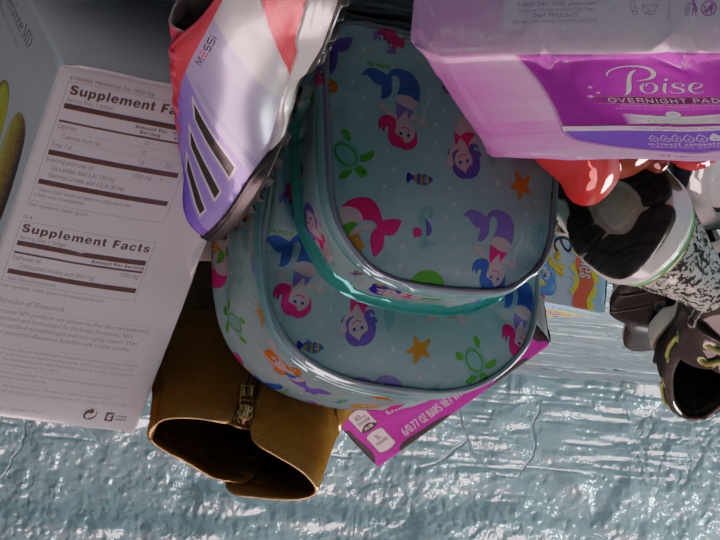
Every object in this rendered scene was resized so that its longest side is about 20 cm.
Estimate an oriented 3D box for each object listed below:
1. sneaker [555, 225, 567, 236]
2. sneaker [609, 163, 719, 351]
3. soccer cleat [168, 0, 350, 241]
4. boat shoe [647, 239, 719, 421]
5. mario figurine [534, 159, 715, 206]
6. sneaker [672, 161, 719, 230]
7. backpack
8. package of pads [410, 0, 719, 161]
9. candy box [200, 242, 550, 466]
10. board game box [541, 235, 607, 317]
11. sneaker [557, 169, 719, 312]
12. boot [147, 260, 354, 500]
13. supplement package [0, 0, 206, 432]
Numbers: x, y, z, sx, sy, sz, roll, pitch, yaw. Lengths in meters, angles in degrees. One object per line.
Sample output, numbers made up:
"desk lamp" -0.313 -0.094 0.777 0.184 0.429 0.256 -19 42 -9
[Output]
"sneaker" 0.083 -0.067 1.343 0.198 0.079 0.089 12 -178 16
"sneaker" 0.184 -0.027 1.376 0.075 0.116 0.201 -7 163 1
"soccer cleat" -0.060 -0.092 1.009 0.073 0.069 0.201 17 139 -9
"boat shoe" 0.215 0.034 1.287 0.071 0.061 0.201 -5 160 -4
"mario figurine" 0.166 -0.098 1.074 0.198 0.124 0.106 -1 -145 -3
"sneaker" 0.257 -0.058 1.243 0.129 0.080 0.199 -14 150 24
"backpack" 0.014 -0.029 1.134 0.176 0.202 0.150 10 172 -24
"package of pads" 0.129 -0.099 0.934 0.198 0.076 0.121 2 161 22
"candy box" 0.000 0.000 1.287 0.200 0.136 0.061 47 -163 -20
"board game box" 0.075 -0.023 1.530 0.102 0.106 0.199 10 171 -30
"sneaker" 0.144 -0.031 1.195 0.088 0.077 0.200 40 -167 -28
"boot" -0.019 0.071 1.200 0.199 0.145 0.071 13 130 -12
"supplement package" -0.148 -0.034 1.133 0.109 0.201 0.114 9 -153 -29
